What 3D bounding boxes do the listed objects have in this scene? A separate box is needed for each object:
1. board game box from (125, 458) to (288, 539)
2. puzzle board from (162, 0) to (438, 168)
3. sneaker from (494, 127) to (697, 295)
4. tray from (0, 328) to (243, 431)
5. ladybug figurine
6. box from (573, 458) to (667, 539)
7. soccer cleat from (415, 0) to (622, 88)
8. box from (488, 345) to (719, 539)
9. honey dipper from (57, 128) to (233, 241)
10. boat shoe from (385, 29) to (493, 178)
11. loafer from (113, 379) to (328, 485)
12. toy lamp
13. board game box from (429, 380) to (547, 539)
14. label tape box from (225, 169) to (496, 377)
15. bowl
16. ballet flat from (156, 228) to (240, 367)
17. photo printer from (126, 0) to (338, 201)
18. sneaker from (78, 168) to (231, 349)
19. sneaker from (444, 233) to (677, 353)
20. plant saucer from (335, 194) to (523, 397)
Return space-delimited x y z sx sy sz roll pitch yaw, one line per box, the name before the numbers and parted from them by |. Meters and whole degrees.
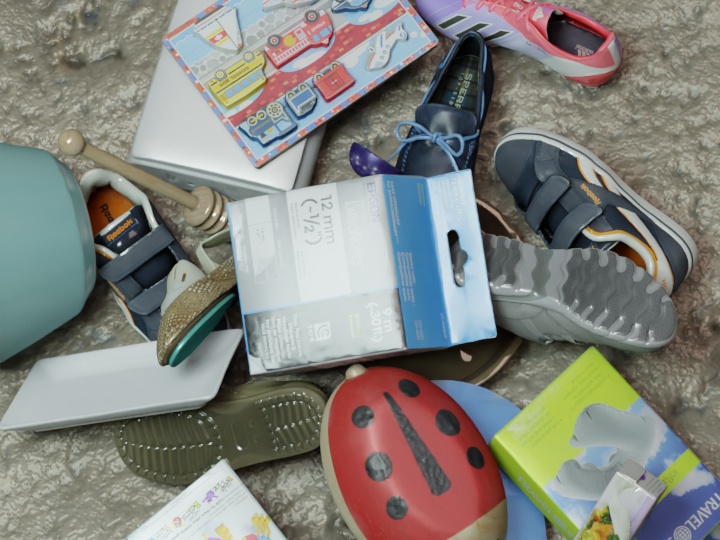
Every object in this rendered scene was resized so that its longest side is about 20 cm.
board game box | -0.084 0.271 1.555 0.105 0.103 0.200 -37 72 -8
puzzle board | -0.053 -0.202 1.690 0.199 0.017 0.151 -35 75 -11
sneaker | 0.188 -0.044 1.639 0.199 0.079 0.079 35 48 14
tray | -0.198 0.098 1.621 0.198 0.022 0.108 -9 27 17
ladybug figurine | 0.045 0.161 1.545 0.135 0.072 0.201 -33 83 -18
box | 0.174 0.242 1.524 0.039 0.041 0.201 34 112 15
soccer cleat | 0.142 -0.225 1.722 0.198 0.077 0.067 25 75 12
box | 0.213 0.177 1.577 0.122 0.048 0.200 -40 79 -17
honey dipper | -0.178 -0.074 1.641 0.038 0.199 0.038 -20 58 36
boat shoe | 0.066 -0.125 1.679 0.083 0.069 0.202 7 58 7
loafer | -0.112 0.134 1.625 0.198 0.067 0.077 -6 96 18
toy lamp | -0.034 -0.009 1.634 0.058 0.058 0.201 33 93 14
board game box | 0.071 0.194 1.605 0.156 0.039 0.202 -5 73 -6
label tape box | 0.000 0.000 1.563 0.198 0.066 0.145 -10 82 13
bowl | -0.291 -0.025 1.642 0.104 0.201 0.203 -12 69 -21
ballet flat | -0.125 0.011 1.632 0.065 0.071 0.200 42 42 7
photo printer | -0.105 -0.164 1.724 0.165 0.070 0.202 13 73 8
sneaker | -0.188 -0.003 1.672 0.078 0.080 0.200 -38 74 -10
sneaker | 0.169 0.026 1.597 0.198 0.082 0.075 19 60 21
plant saucer | 0.052 0.020 1.671 0.198 0.030 0.202 -2 71 5
